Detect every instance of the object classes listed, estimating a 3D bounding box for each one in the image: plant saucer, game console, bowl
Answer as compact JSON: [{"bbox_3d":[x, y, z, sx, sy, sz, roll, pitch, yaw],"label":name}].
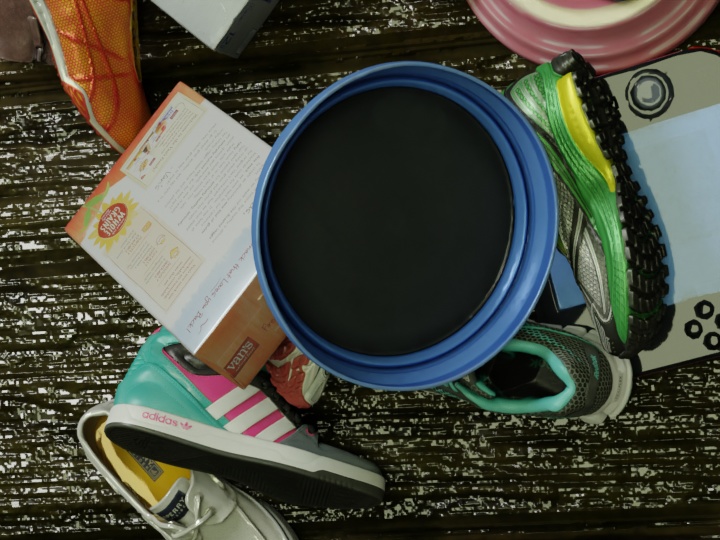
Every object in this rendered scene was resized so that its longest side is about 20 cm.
[{"bbox_3d":[0.154,-0.234,1.196,0.198,0.051,0.203,0,90,15],"label":"plant saucer"},{"bbox_3d":[0.190,-0.034,1.195,0.175,0.031,0.202,-15,86,13],"label":"game console"},{"bbox_3d":[0.025,-0.028,1.103,0.199,0.039,0.203,-3,99,-20],"label":"bowl"}]

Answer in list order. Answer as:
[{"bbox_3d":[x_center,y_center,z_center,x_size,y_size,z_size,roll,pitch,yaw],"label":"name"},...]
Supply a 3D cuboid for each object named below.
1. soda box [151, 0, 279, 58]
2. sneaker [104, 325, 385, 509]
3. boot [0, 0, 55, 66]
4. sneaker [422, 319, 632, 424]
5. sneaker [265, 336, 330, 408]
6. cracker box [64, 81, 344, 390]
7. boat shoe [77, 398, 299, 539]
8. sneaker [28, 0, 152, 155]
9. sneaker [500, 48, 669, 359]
[{"bbox_3d":[-0.061,-0.249,1.242,0.068,0.063,0.201,38,98,10],"label":"soda box"},{"bbox_3d":[-0.068,0.086,1.236,0.198,0.084,0.122,19,65,-14],"label":"sneaker"},{"bbox_3d":[-0.180,-0.229,1.282,0.198,0.072,0.168,4,103,12],"label":"boot"},{"bbox_3d":[0.076,0.056,1.183,0.198,0.091,0.078,8,95,25],"label":"sneaker"},{"bbox_3d":[0.000,0.000,1.198,0.082,0.078,0.202,29,78,-28],"label":"sneaker"},{"bbox_3d":[-0.100,-0.027,1.192,0.134,0.058,0.200,-51,42,-1],"label":"cracker box"},{"bbox_3d":[-0.121,0.165,1.250,0.200,0.070,0.071,44,99,11],"label":"boat shoe"},{"bbox_3d":[-0.178,-0.166,1.236,0.076,0.073,0.201,-20,117,5],"label":"sneaker"},{"bbox_3d":[0.142,-0.036,1.169,0.085,0.078,0.202,-24,75,25],"label":"sneaker"}]
